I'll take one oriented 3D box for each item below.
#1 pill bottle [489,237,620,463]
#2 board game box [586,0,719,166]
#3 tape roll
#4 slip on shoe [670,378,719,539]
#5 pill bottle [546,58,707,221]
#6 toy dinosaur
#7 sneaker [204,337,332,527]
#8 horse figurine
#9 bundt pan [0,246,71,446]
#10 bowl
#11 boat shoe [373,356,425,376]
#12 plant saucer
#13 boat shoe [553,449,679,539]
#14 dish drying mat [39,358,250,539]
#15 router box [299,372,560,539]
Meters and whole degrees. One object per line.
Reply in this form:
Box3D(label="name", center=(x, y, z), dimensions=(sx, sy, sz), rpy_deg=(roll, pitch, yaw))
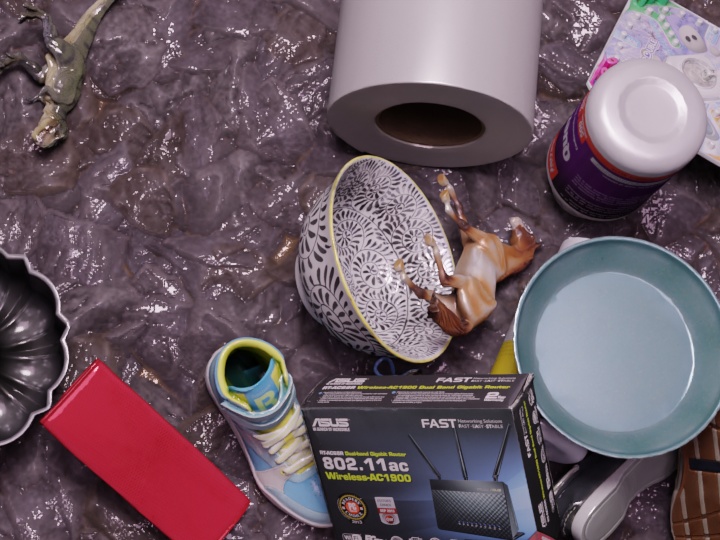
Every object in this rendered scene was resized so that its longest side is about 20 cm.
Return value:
Box3D(label="pill bottle", center=(0.196, 0.074, 1.086), dimensions=(0.112, 0.112, 0.200), rpy_deg=(26, 73, 0))
Box3D(label="board game box", center=(0.356, -0.208, 1.190), dimensions=(0.200, 0.026, 0.200), rpy_deg=(30, 53, 2))
Box3D(label="tape roll", center=(0.073, -0.201, 1.100), dimensions=(0.202, 0.203, 0.140), rpy_deg=(8, 75, -5))
Box3D(label="slip on shoe", center=(0.334, 0.189, 1.071), dimensions=(0.061, 0.076, 0.201), rpy_deg=(-27, 114, -49))
Box3D(label="pill bottle", center=(0.248, -0.117, 1.098), dimensions=(0.112, 0.200, 0.113), rpy_deg=(2, 74, -7))
Box3D(label="toy dinosaur", center=(-0.311, -0.217, 1.139), dimensions=(0.088, 0.047, 0.200), rpy_deg=(22, 72, -16))
Box3D(label="sneaker", center=(-0.074, 0.147, 1.024), dimensions=(0.079, 0.131, 0.200), rpy_deg=(-37, 83, -15))
Box3D(label="horse figurine", center=(0.101, -0.003, 1.086), dimensions=(0.133, 0.050, 0.200), rpy_deg=(49, 43, -23))
Box3D(label="bundt pan", center=(-0.362, 0.076, 1.036), dimensions=(0.201, 0.076, 0.202), rpy_deg=(2, 75, -6))
Box3D(label="bowl", center=(0.000, 0.000, 1.075), dimensions=(0.094, 0.201, 0.201), rpy_deg=(-19, 73, 33))
Box3D(label="boat shoe", center=(0.052, 0.127, 1.052), dimensions=(0.200, 0.084, 0.069), rpy_deg=(4, 55, 25))
Box3D(label="plant saucer", center=(0.231, 0.070, 1.014), dimensions=(0.199, 0.036, 0.201), rpy_deg=(1, 75, -5))
Box3D(label="boat shoe", center=(0.254, 0.181, 1.088), dimensions=(0.200, 0.076, 0.060), rpy_deg=(-32, 40, -29))
Box3D(label="dish drying mat", center=(-0.192, 0.175, 1.026), dimensions=(0.200, 0.018, 0.077), rpy_deg=(46, 73, -15))
Box3D(label="router box", center=(0.061, 0.168, 0.970), dimensions=(0.200, 0.062, 0.150), rpy_deg=(-4, 111, 26))
